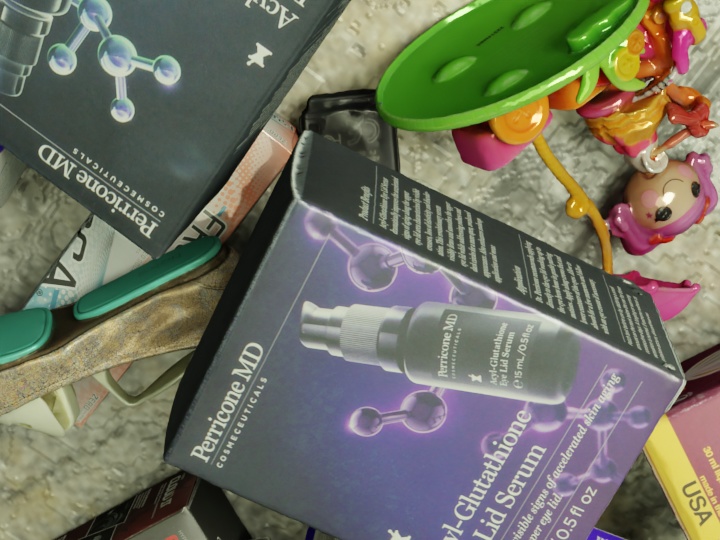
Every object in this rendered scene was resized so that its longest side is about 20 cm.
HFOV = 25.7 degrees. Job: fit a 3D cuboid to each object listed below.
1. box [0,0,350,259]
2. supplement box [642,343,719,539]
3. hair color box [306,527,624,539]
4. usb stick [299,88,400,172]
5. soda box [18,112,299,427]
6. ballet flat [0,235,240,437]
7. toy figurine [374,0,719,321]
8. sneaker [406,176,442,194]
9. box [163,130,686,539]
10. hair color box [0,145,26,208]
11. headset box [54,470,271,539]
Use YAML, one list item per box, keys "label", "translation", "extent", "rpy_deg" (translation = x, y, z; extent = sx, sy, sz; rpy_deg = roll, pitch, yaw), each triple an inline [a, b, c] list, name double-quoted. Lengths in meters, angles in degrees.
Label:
- label: "box"
  translation: [-0.089, -0.137, 0.732]
  extent: [0.148, 0.107, 0.200]
  rpy_deg: [36, 116, -3]
- label: "supplement box"
  translation: [0.252, 0.075, 0.842]
  extent: [0.199, 0.131, 0.104]
  rpy_deg: [-27, 90, 7]
- label: "hair color box"
  translation: [0.074, 0.178, 0.876]
  extent: [0.199, 0.065, 0.109]
  rpy_deg: [23, 143, -10]
- label: "usb stick"
  translation: [0.000, 0.000, 0.885]
  extent: [0.055, 0.033, 0.201]
  rpy_deg: [-5, 105, -1]
- label: "soda box"
  translation: [-0.118, -0.015, 0.869]
  extent: [0.068, 0.064, 0.200]
  rpy_deg: [37, 102, -8]
- label: "ballet flat"
  translation: [-0.147, 0.048, 0.821]
  extent: [0.199, 0.068, 0.068]
  rpy_deg: [-19, 111, 8]
- label: "toy figurine"
  translation: [0.132, -0.060, 0.839]
  extent: [0.200, 0.150, 0.185]
  rpy_deg: [-37, 117, -15]
- label: "sneaker"
  translation: [0.065, 0.040, 0.834]
  extent: [0.200, 0.072, 0.073]
  rpy_deg: [46, 75, -13]
- label: "box"
  translation: [0.027, 0.049, 0.748]
  extent: [0.199, 0.104, 0.148]
  rpy_deg: [24, 110, -8]
- label: "hair color box"
  translation: [-0.220, -0.039, 0.782]
  extent: [0.065, 0.200, 0.109]
  rpy_deg: [32, 123, -8]
- label: "headset box"
  translation: [-0.126, 0.219, 0.924]
  extent: [0.199, 0.077, 0.149]
  rpy_deg: [-28, 102, 10]
